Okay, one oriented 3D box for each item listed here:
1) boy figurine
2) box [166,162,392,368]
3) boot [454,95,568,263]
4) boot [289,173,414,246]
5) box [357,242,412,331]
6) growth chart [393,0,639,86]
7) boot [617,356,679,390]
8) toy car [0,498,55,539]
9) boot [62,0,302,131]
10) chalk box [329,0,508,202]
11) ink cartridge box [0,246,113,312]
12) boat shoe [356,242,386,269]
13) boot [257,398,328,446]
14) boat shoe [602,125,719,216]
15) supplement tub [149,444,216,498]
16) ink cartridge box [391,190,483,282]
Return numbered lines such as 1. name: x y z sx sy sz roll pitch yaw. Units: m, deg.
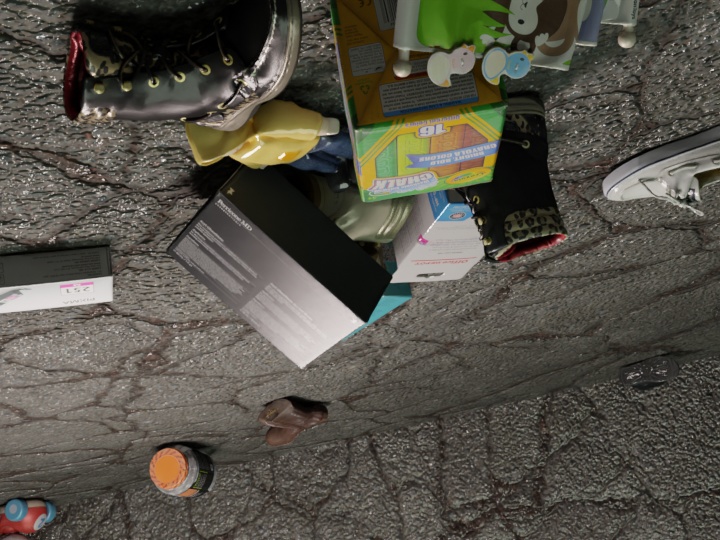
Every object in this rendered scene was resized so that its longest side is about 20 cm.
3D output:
1. boy figurine: -0.074 -0.121 0.945 0.123 0.066 0.198 -15 167 42
2. box: -0.087 -0.007 1.065 0.200 0.079 0.141 42 141 -10
3. boot: 0.103 -0.083 1.016 0.200 0.156 0.074 -12 163 3
4. boot: -0.043 -0.051 1.172 0.153 0.073 0.199 -2 160 -35
5. box: -0.005 0.032 1.423 0.048 0.084 0.200 1 158 -32
6. growth chart: 0.117 -0.208 0.723 0.196 0.147 0.018 -7 -158 -9
7. boot: 0.797 0.282 2.701 0.163 0.067 0.199 -11 161 30
8. toy car: -0.977 0.768 2.878 0.174 0.203 0.184 -14 163 11
9. boot: -0.138 -0.163 0.765 0.148 0.074 0.199 -4 168 -28
10. chalk box: 0.048 -0.140 0.859 0.122 0.126 0.200 -11 162 1
11. ink cartridge box: -0.405 0.029 1.234 0.197 0.044 0.174 -6 160 -16
12. boat shoe: 0.000 0.000 1.250 0.071 0.066 0.200 -13 -170 0
13. boot: -0.190 0.348 2.302 0.185 0.065 0.199 -33 159 19
14. boat shoe: 0.400 -0.108 1.236 0.199 0.088 0.074 -20 160 25
15. supplement tub: -0.447 0.505 2.528 0.120 0.125 0.200 -13 162 8
16. ink cartridge box: 0.108 -0.060 1.208 0.113 0.069 0.200 -3 154 -23
